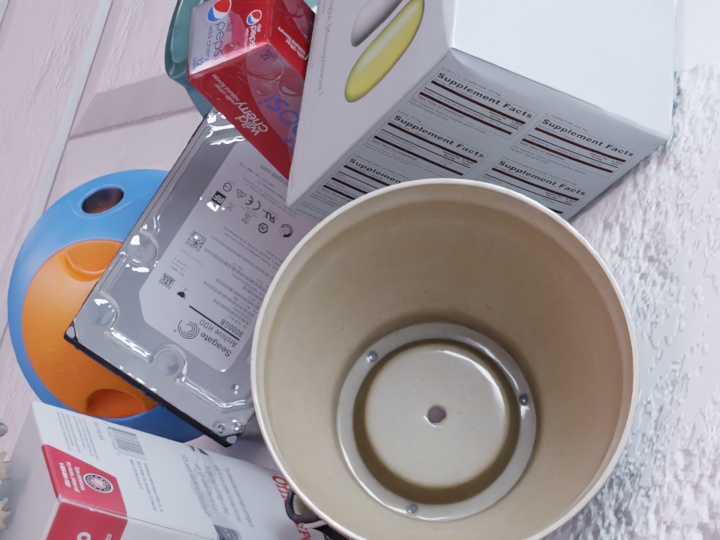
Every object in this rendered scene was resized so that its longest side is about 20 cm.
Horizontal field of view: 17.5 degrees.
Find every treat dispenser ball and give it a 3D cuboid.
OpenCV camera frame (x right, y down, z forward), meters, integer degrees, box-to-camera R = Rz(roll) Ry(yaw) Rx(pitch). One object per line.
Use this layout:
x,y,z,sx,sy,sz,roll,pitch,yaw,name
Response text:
-0.156,0.027,1.695,0.201,0.200,0.202,-49,30,41,treat dispenser ball

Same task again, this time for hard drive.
-0.092,0.000,1.590,0.201,0.139,0.038,-57,5,-13,hard drive

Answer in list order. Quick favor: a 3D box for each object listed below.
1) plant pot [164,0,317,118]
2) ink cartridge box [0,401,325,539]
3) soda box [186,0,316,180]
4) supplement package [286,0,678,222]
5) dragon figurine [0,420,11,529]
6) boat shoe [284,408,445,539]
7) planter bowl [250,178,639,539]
-0.065,-0.176,1.750,0.200,0.133,0.201,-50,29,40,plant pot
-0.124,0.173,1.502,0.084,0.199,0.144,-67,22,15,ink cartridge box
-0.027,-0.100,1.503,0.070,0.200,0.064,-19,48,28,soda box
0.072,-0.134,1.377,0.200,0.146,0.193,-41,35,51,supplement package
-0.288,0.136,1.472,0.099,0.199,0.059,9,105,41,dragon figurine
0.022,0.106,1.399,0.200,0.060,0.074,-43,33,47,boat shoe
0.043,0.066,1.250,0.135,0.198,0.202,89,-165,-74,planter bowl
